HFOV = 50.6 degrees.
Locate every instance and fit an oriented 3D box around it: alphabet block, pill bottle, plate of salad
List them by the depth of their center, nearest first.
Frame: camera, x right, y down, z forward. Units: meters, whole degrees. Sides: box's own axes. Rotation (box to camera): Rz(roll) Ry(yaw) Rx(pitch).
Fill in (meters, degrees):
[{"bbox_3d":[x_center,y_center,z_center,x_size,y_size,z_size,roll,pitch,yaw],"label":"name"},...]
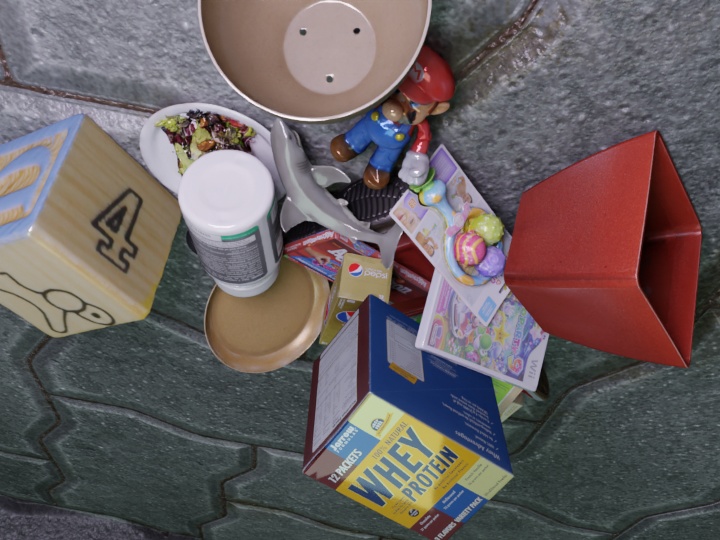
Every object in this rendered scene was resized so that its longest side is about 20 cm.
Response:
[{"bbox_3d":[-0.155,-0.050,0.954,0.112,0.114,0.200,7,153,3],"label":"pill bottle"},{"bbox_3d":[-0.186,-0.132,0.971,0.198,0.048,0.201,7,146,5],"label":"plate of salad"},{"bbox_3d":[-0.386,-0.051,1.004,0.194,0.198,0.200,-10,142,28],"label":"alphabet block"}]

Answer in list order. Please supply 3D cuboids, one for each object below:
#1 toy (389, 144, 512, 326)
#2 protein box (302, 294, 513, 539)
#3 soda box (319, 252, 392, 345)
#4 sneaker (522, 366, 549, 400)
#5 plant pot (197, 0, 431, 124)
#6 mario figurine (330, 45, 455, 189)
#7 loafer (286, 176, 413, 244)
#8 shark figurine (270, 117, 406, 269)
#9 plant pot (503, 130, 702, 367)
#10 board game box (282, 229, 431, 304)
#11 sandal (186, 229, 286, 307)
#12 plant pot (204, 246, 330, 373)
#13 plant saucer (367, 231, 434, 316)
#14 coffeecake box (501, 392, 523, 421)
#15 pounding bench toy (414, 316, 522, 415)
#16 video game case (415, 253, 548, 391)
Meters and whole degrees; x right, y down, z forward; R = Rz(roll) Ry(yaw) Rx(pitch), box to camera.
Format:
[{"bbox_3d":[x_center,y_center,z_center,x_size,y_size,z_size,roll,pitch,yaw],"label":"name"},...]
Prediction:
[{"bbox_3d":[0.133,-0.040,0.903,0.200,0.115,0.047,46,157,-22],"label":"toy"},{"bbox_3d":[0.053,0.172,0.911,0.198,0.201,0.135,32,115,-15],"label":"protein box"},{"bbox_3d":[-0.009,0.049,1.055,0.067,0.065,0.200,10,156,-6],"label":"soda box"},{"bbox_3d":[0.226,0.167,1.284,0.112,0.072,0.200,-27,124,36],"label":"sneaker"},{"bbox_3d":[-0.034,-0.225,0.702,0.198,0.203,0.134,6,179,5],"label":"plant pot"},{"bbox_3d":[0.026,-0.161,0.823,0.122,0.107,0.200,7,152,-20],"label":"mario figurine"},{"bbox_3d":[-0.005,-0.070,1.009,0.199,0.074,0.071,-11,151,36],"label":"loafer"},{"bbox_3d":[-0.047,-0.067,0.917,0.214,0.090,0.128,42,151,4],"label":"shark figurine"},{"bbox_3d":[0.286,-0.016,0.912,0.175,0.201,0.200,-5,145,37],"label":"plant pot"},{"bbox_3d":[0.000,0.000,1.047,0.102,0.020,0.199,-17,146,41],"label":"board game box"},{"bbox_3d":[-0.165,-0.010,1.123,0.199,0.076,0.045,36,129,-29],"label":"sandal"},{"bbox_3d":[-0.138,0.055,1.116,0.200,0.200,0.027,41,178,-38],"label":"plant pot"},{"bbox_3d":[0.060,0.010,1.128,0.198,0.037,0.200,-18,138,34],"label":"plant saucer"},{"bbox_3d":[0.168,0.214,1.365,0.198,0.074,0.154,16,146,-9],"label":"coffeecake box"},{"bbox_3d":[0.113,0.108,1.078,0.199,0.156,0.125,27,116,-14],"label":"pounding bench toy"},{"bbox_3d":[0.165,0.057,0.960,0.199,0.145,0.018,23,166,-31],"label":"video game case"}]
